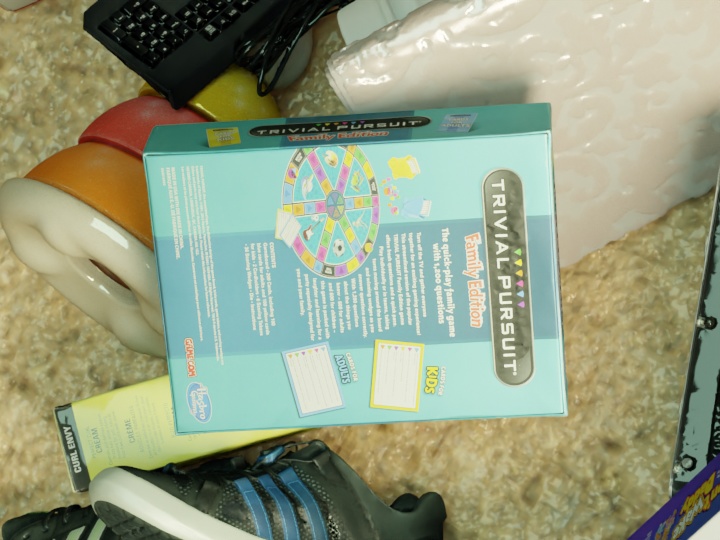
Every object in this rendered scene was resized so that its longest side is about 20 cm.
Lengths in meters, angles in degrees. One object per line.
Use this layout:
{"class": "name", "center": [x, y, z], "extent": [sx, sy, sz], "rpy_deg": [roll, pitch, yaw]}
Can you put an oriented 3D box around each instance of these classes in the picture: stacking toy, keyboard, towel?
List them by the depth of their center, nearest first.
{"class": "towel", "center": [0.108, -0.089, 1.394], "extent": [0.199, 0.191, 0.032], "rpy_deg": [-28, 43, 9]}
{"class": "keyboard", "center": [-0.048, -0.168, 1.466], "extent": [0.104, 0.040, 0.200], "rpy_deg": [39, 64, 15]}
{"class": "stacking toy", "center": [-0.087, -0.063, 1.480], "extent": [0.146, 0.146, 0.200], "rpy_deg": [31, 72, 16]}

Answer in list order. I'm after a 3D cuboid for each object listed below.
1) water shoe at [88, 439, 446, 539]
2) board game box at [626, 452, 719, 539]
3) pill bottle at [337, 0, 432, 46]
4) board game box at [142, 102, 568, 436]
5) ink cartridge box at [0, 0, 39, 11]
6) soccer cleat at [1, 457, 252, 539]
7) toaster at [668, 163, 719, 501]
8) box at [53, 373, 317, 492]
{"class": "water shoe", "center": [-0.048, 0.122, 1.422], "extent": [0.199, 0.071, 0.079], "rpy_deg": [22, 73, -25]}
{"class": "board game box", "center": [0.214, 0.141, 1.303], "extent": [0.134, 0.200, 0.045], "rpy_deg": [26, 54, -8]}
{"class": "pill bottle", "center": [0.092, -0.149, 1.435], "extent": [0.199, 0.111, 0.112], "rpy_deg": [-29, 76, 9]}
{"class": "board game box", "center": [0.000, 0.000, 1.361], "extent": [0.199, 0.047, 0.152], "rpy_deg": [-3, 112, 5]}
{"class": "ink cartridge box", "center": [-0.177, -0.269, 1.535], "extent": [0.144, 0.084, 0.201], "rpy_deg": [-22, 77, 11]}
{"class": "soccer cleat", "center": [-0.146, 0.151, 1.480], "extent": [0.200, 0.068, 0.081], "rpy_deg": [-37, 62, 7]}
{"class": "toaster", "center": [0.262, 0.042, 1.360], "extent": [0.199, 0.119, 0.182], "rpy_deg": [8, 85, 16]}
{"class": "box", "center": [-0.058, 0.069, 1.462], "extent": [0.199, 0.075, 0.050], "rpy_deg": [-17, 85, 10]}
